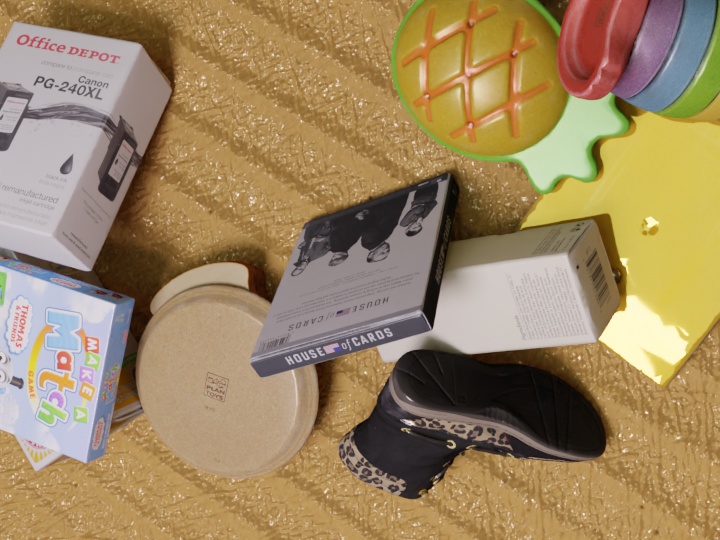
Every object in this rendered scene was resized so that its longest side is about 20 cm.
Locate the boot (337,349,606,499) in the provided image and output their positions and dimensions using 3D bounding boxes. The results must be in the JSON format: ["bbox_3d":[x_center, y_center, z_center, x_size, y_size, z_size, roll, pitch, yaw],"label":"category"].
[{"bbox_3d":[0.090,0.142,0.917,0.200,0.073,0.151,15,141,-21],"label":"boot"}]

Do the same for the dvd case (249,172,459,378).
[{"bbox_3d":[0.000,0.000,0.881,0.150,0.200,0.025,-17,120,23],"label":"dvd case"}]

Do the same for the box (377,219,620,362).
[{"bbox_3d":[0.100,0.019,0.876,0.200,0.068,0.082,-7,113,35],"label":"box"}]

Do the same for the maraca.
[{"bbox_3d":[0.116,-0.147,0.858,0.200,0.107,0.137,35,116,9],"label":"maraca"}]

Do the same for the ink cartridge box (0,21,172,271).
[{"bbox_3d":[-0.281,-0.117,0.983,0.145,0.083,0.200,13,71,18],"label":"ink cartridge box"}]

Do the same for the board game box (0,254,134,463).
[{"bbox_3d":[-0.311,0.071,0.985,0.200,0.037,0.151,16,102,17],"label":"board game box"}]

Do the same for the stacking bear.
[{"bbox_3d":[0.255,-0.156,0.779,0.200,0.114,0.122,15,99,-12],"label":"stacking bear"}]

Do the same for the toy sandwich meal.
[{"bbox_3d":[-0.123,0.094,1.011,0.205,0.070,0.205,4,102,18],"label":"toy sandwich meal"}]

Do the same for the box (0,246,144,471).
[{"bbox_3d":[-0.300,0.076,1.056,0.112,0.101,0.200,-35,84,21],"label":"box"}]

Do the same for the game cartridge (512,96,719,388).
[{"bbox_3d":[0.233,-0.035,0.869,0.176,0.032,0.200,38,107,13],"label":"game cartridge"}]
